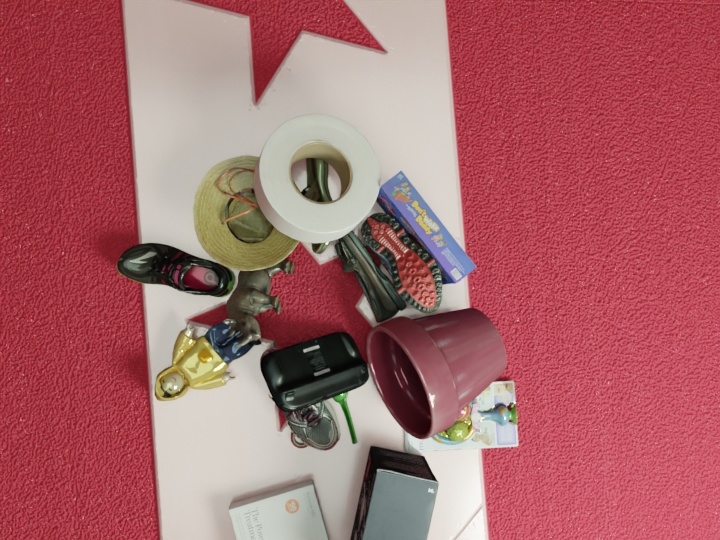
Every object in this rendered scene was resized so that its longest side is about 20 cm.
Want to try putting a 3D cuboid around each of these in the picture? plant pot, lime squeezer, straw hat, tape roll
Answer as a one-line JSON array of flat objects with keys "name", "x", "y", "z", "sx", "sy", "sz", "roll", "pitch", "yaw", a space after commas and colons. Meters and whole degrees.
[{"name": "plant pot", "x": 0.134, "y": 0.153, "z": 1.369, "sx": 0.179, "sy": 0.200, "sz": 0.201, "roll": -22, "pitch": 90, "yaw": -24}, {"name": "lime squeezer", "x": -0.049, "y": 0.198, "z": 1.409, "sx": 0.038, "sy": 0.071, "sz": 0.200, "roll": -33, "pitch": 94, "yaw": 13}, {"name": "straw hat", "x": -0.185, "y": -0.087, "z": 1.402, "sx": 0.200, "sy": 0.085, "sz": 0.202, "roll": 1, "pitch": 76, "yaw": -3}, {"name": "tape roll", "x": -0.071, "y": -0.150, "z": 1.344, "sx": 0.202, "sy": 0.071, "sz": 0.203, "roll": 3, "pitch": 77, "yaw": -14}]

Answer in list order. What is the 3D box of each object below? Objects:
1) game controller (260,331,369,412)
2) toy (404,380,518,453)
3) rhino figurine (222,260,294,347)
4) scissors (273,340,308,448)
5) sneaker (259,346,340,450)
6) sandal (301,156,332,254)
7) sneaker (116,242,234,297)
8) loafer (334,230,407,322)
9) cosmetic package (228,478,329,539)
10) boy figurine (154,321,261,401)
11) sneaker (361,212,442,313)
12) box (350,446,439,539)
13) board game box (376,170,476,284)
[{"name": "game controller", "x": -0.073, "y": 0.165, "z": 1.372, "sx": 0.200, "sy": 0.042, "sz": 0.104, "roll": -13, "pitch": 64, "yaw": -42}, {"name": "toy", "x": 0.176, "y": 0.256, "z": 1.433, "sx": 0.199, "sy": 0.047, "sz": 0.116, "roll": -3, "pitch": 87, "yaw": -4}, {"name": "rhino figurine", "x": -0.176, "y": 0.048, "z": 1.371, "sx": 0.087, "sy": 0.060, "sz": 0.200, "roll": 9, "pitch": 51, "yaw": 8}, {"name": "scissors", "x": -0.100, "y": 0.215, "z": 1.436, "sx": 0.073, "sy": 0.014, "sz": 0.201, "roll": -11, "pitch": 88, "yaw": -1}, {"name": "sneaker", "x": -0.109, "y": 0.221, "z": 1.391, "sx": 0.081, "sy": 0.075, "sz": 0.200, "roll": -37, "pitch": 90, "yaw": -3}, {"name": "sandal", "x": -0.086, "y": -0.125, "z": 1.410, "sx": 0.057, "sy": 0.080, "sz": 0.202, "roll": -3, "pitch": 79, "yaw": -26}, {"name": "sneaker", "x": -0.311, "y": -0.003, "z": 1.391, "sx": 0.199, "sy": 0.084, "sz": 0.077, "roll": 10, "pitch": 87, "yaw": -4}, {"name": "loafer", "x": 0.000, "y": 0.000, "z": 1.421, "sx": 0.063, "sy": 0.072, "sz": 0.200, "roll": -37, "pitch": 93, "yaw": 2}, {"name": "cosmetic package", "x": -0.126, "y": 0.477, "z": 1.407, "sx": 0.150, "sy": 0.052, "sz": 0.201, "roll": -16, "pitch": 89, "yaw": -7}, {"name": "boy figurine", "x": -0.271, "y": 0.148, "z": 1.401, "sx": 0.200, "sy": 0.064, "sz": 0.125, "roll": -34, "pitch": 93, "yaw": -7}, {"name": "sneaker", "x": 0.082, "y": -0.010, "z": 1.395, "sx": 0.079, "sy": 0.096, "sz": 0.200, "roll": -33, "pitch": 66, "yaw": 4}, {"name": "box", "x": 0.049, "y": 0.411, "z": 1.352, "sx": 0.104, "sy": 0.182, "sz": 0.201, "roll": 12, "pitch": 88, "yaw": -3}, {"name": "board game box", "x": 0.105, "y": -0.068, "z": 1.395, "sx": 0.045, "sy": 0.134, "sz": 0.200, "roll": -38, "pitch": 91, "yaw": -5}]
